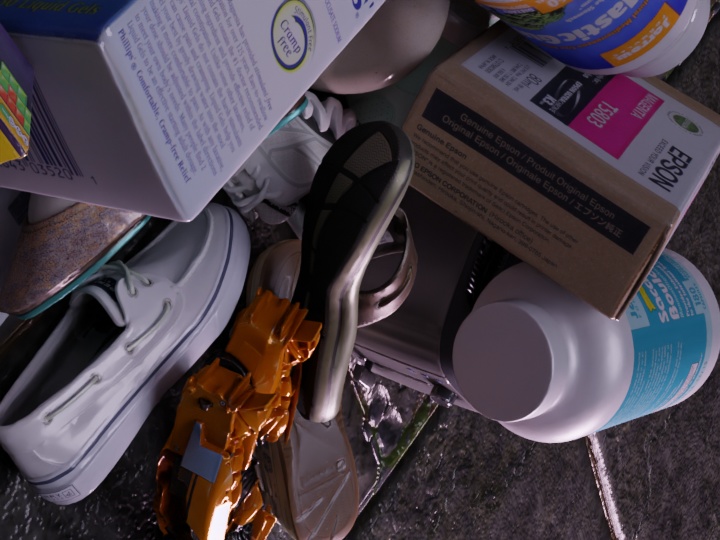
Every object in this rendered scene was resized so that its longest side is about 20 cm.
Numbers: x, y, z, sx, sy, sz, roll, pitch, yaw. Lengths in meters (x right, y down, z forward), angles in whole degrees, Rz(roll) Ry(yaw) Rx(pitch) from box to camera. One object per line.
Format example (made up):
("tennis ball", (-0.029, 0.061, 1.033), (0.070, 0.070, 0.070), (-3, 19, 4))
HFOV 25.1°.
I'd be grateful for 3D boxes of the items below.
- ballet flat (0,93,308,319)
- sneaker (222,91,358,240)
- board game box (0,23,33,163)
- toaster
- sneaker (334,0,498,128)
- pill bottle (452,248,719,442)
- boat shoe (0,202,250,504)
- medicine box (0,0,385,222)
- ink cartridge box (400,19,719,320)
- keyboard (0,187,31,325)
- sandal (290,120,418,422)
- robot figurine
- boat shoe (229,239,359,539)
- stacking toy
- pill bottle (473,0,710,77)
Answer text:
("ballet flat", (-0.119, -0.059, 0.831), (0.199, 0.068, 0.068), (-39, 112, -9))
("sneaker", (-0.064, -0.075, 0.922), (0.199, 0.074, 0.082), (24, 60, -52))
("board game box", (-0.243, -0.100, 0.605), (0.057, 0.164, 0.201), (-99, 165, -44))
("toaster", (0.060, -0.008, 1.091), (0.114, 0.128, 0.202), (44, 63, -51))
("sneaker", (0.040, -0.156, 1.098), (0.118, 0.074, 0.201), (-48, -177, 25))
("pill bottle", (0.138, 0.045, 1.007), (0.199, 0.110, 0.112), (-8, 105, -54))
("boat shoe", (-0.126, 0.029, 0.879), (0.067, 0.073, 0.201), (55, 49, -37))
("medicine box", (-0.110, -0.133, 0.770), (0.201, 0.181, 0.104), (-53, 137, -34))
("ink cartridge box", (0.127, -0.076, 0.987), (0.076, 0.164, 0.200), (-62, 171, 29))
("keyboard", (-0.174, -0.031, 0.856), (0.201, 0.011, 0.057), (-57, 134, -30))
("sandal", (0.000, 0.000, 0.925), (0.057, 0.080, 0.202), (0, 131, -19))
("robot figurine", (-0.079, 0.119, 0.927), (0.145, 0.058, 0.202), (-55, 163, -52))
("boat shoe", (-0.049, 0.078, 1.027), (0.073, 0.062, 0.203), (-14, 107, -36))
("stacking toy", (0.008, -0.213, 0.991), (0.201, 0.144, 0.148), (-59, 143, -51))
("pill bottle", (0.128, -0.177, 0.923), (0.199, 0.111, 0.114), (20, 82, -55))
